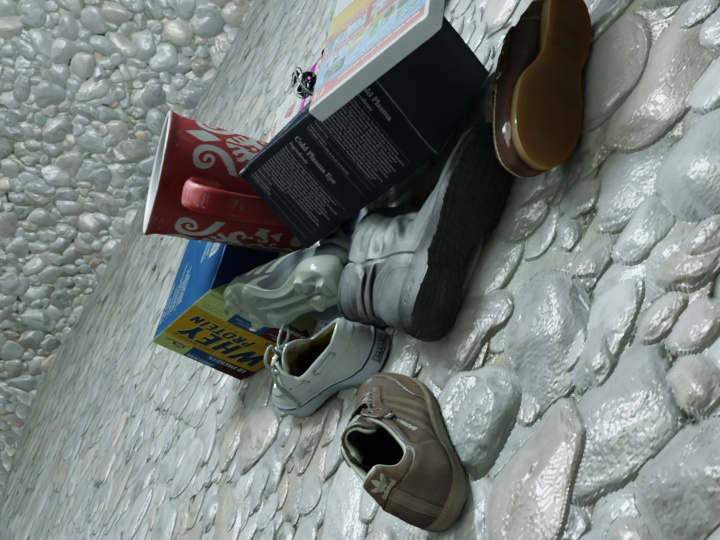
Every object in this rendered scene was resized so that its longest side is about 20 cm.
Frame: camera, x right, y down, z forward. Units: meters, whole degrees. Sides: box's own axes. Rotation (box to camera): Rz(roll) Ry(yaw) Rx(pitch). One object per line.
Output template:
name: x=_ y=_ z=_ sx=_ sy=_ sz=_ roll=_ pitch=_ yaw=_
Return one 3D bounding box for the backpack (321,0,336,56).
backpack: x=0.025 y=-0.345 z=1.173 sx=0.200 sy=0.154 sz=0.163 roll=-49 pitch=7 yaw=4

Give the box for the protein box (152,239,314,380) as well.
protein box: x=-0.143 y=0.002 z=1.138 sx=0.200 sy=0.134 sz=0.200 roll=-34 pitch=35 yaw=52

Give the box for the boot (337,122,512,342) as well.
boot: x=0.047 y=-0.042 z=0.790 sx=0.131 sy=0.070 sz=0.201 roll=17 pitch=79 yaw=54

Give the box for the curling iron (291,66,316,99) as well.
curling iron: x=-0.030 y=-0.300 z=1.276 sx=0.200 sy=0.050 sz=0.026 roll=-43 pitch=-3 yaw=-36

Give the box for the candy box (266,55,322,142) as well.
candy box: x=-0.074 y=-0.239 z=1.366 sx=0.200 sy=0.061 sz=0.137 roll=-35 pitch=35 yaw=50

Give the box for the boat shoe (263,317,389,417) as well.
boat shoe: x=-0.059 y=0.092 z=0.899 sx=0.202 sy=0.086 sz=0.075 roll=-31 pitch=38 yaw=55

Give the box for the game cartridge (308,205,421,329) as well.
game cartridge: x=0.000 y=0.000 z=0.943 sx=0.134 sy=0.040 sz=0.200 roll=-63 pitch=20 yaw=-9

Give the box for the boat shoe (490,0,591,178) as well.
boat shoe: x=0.141 y=-0.147 z=0.733 sx=0.070 sy=0.070 sz=0.201 roll=-28 pitch=32 yaw=46

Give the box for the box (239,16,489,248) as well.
box: x=0.008 y=-0.147 z=0.883 sx=0.182 sy=0.104 sz=0.200 roll=-34 pitch=14 yaw=38

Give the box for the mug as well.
mug: x=-0.125 y=-0.071 z=0.970 sx=0.178 sy=0.198 sz=0.134 roll=-99 pitch=28 yaw=-48

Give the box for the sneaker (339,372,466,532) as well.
sneaker: x=0.019 y=0.122 z=0.693 sx=0.071 sy=0.075 sz=0.200 roll=-60 pitch=21 yaw=7

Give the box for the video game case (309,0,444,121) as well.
video game case: x=0.022 y=-0.233 z=0.757 sx=0.143 sy=0.017 sz=0.201 roll=-30 pitch=38 yaw=40

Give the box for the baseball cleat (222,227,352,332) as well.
baseball cleat: x=-0.063 y=0.006 z=0.940 sx=0.199 sy=0.070 sz=0.107 roll=-9 pitch=36 yaw=48
